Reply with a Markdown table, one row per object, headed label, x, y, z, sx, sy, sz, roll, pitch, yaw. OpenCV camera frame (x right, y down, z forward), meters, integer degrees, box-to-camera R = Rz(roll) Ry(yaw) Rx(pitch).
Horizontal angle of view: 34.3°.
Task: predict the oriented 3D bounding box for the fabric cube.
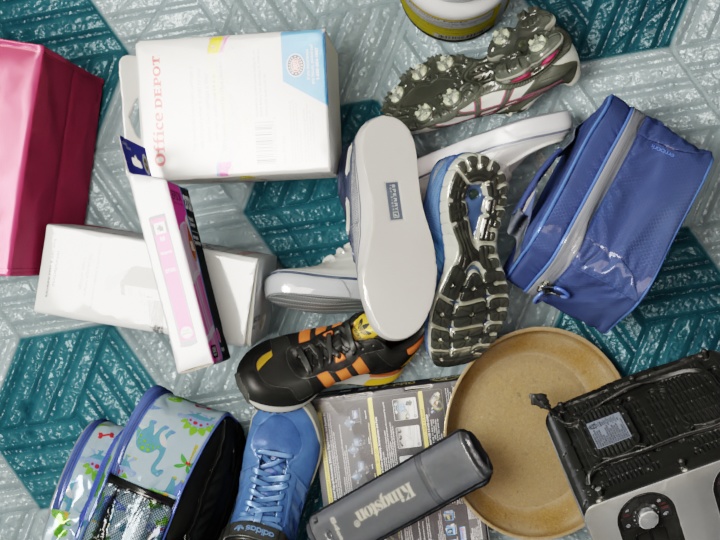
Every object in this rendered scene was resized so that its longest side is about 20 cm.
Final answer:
| label | x | y | z | sx | sy | sz | roll | pitch | yaw |
| --- | --- | --- | --- | --- | --- | --- | --- | --- | --- |
| fabric cube | -0.369 | -0.107 | 1.085 | 0.194 | 0.200 | 0.201 | 8 | 91 | 4 |

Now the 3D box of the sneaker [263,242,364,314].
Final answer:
| label | x | y | z | sx | sy | sz | roll | pitch | yaw |
| --- | --- | --- | --- | --- | --- | --- | --- | --- | --- |
| sneaker | 0.000 | 0.000 | 1.113 | 0.198 | 0.073 | 0.071 | 0 | 75 | -26 |

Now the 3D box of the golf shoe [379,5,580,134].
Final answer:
| label | x | y | z | sx | sy | sz | roll | pitch | yaw |
| --- | --- | --- | --- | --- | --- | --- | --- | --- | --- |
| golf shoe | 0.114 | -0.168 | 1.111 | 0.199 | 0.088 | 0.078 | -21 | 55 | 27 |

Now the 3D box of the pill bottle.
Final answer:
| label | x | y | z | sx | sy | sz | roll | pitch | yaw |
| --- | --- | --- | --- | --- | --- | --- | --- | --- | --- |
| pill bottle | 0.087 | -0.276 | 1.047 | 0.113 | 0.200 | 0.115 | 0 | 92 | 3 |

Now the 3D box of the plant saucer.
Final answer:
| label | x | y | z | sx | sy | sz | roll | pitch | yaw |
| --- | --- | --- | --- | --- | --- | --- | --- | --- | --- |
| plant saucer | 0.166 | 0.154 | 1.118 | 0.198 | 0.035 | 0.202 | 0 | 89 | -17 |

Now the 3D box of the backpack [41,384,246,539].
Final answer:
| label | x | y | z | sx | sy | sz | roll | pitch | yaw |
| --- | --- | --- | --- | --- | --- | --- | --- | --- | --- |
| backpack | -0.199 | 0.212 | 1.090 | 0.146 | 0.183 | 0.201 | 20 | 73 | 9 |

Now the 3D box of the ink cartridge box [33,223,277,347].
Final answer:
| label | x | y | z | sx | sy | sz | roll | pitch | yaw |
| --- | --- | --- | --- | --- | --- | --- | --- | --- | --- |
| ink cartridge box | -0.186 | 0.012 | 1.104 | 0.198 | 0.144 | 0.085 | 10 | 92 | 2 |

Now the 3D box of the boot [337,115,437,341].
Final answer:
| label | x | y | z | sx | sy | sz | roll | pitch | yaw |
| --- | --- | --- | --- | --- | --- | --- | --- | --- | --- |
| boot | 0.020 | -0.032 | 1.060 | 0.072 | 0.090 | 0.202 | 2 | 79 | -17 |

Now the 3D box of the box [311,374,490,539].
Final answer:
| label | x | y | z | sx | sy | sz | roll | pitch | yaw |
| --- | --- | --- | --- | --- | --- | --- | --- | --- | --- |
| box | 0.041 | 0.212 | 1.146 | 0.160 | 0.049 | 0.202 | -8 | 91 | 2 |

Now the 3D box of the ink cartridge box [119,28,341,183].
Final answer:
| label | x | y | z | sx | sy | sz | roll | pitch | yaw |
| --- | --- | --- | --- | --- | --- | --- | --- | --- | --- |
| ink cartridge box | -0.122 | -0.149 | 1.103 | 0.198 | 0.125 | 0.130 | -2 | 92 | 5 |

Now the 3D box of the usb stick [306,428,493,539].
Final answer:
| label | x | y | z | sx | sy | sz | roll | pitch | yaw |
| --- | --- | --- | --- | --- | --- | --- | --- | --- | --- |
| usb stick | 0.034 | 0.211 | 1.080 | 0.199 | 0.033 | 0.056 | -34 | 85 | 24 |

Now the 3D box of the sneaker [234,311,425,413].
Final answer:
| label | x | y | z | sx | sy | sz | roll | pitch | yaw |
| --- | --- | --- | --- | --- | --- | --- | --- | --- | --- |
| sneaker | -0.023 | 0.070 | 1.074 | 0.090 | 0.199 | 0.070 | -51 | 58 | 42 |

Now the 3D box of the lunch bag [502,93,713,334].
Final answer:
| label | x | y | z | sx | sy | sz | roll | pitch | yaw |
| --- | --- | --- | --- | --- | --- | --- | --- | --- | --- |
| lunch bag | 0.212 | -0.048 | 1.063 | 0.132 | 0.136 | 0.201 | 31 | 69 | 4 |

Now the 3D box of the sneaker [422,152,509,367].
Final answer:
| label | x | y | z | sx | sy | sz | roll | pitch | yaw |
| --- | --- | --- | --- | --- | --- | --- | --- | --- | --- |
| sneaker | 0.088 | -0.010 | 1.075 | 0.078 | 0.089 | 0.202 | 1 | 101 | -20 |

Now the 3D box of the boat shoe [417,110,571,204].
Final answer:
| label | x | y | z | sx | sy | sz | roll | pitch | yaw |
| --- | --- | --- | --- | --- | --- | --- | --- | --- | --- |
| boat shoe | 0.113 | -0.096 | 1.124 | 0.199 | 0.074 | 0.066 | -20 | 94 | 15 |

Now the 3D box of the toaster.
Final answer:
| label | x | y | z | sx | sy | sz | roll | pitch | yaw |
| --- | --- | --- | --- | --- | --- | --- | --- | --- | --- |
| toaster | 0.265 | 0.168 | 1.018 | 0.179 | 0.200 | 0.119 | -20 | 112 | 4 |

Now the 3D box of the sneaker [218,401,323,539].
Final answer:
| label | x | y | z | sx | sy | sz | roll | pitch | yaw |
| --- | --- | --- | --- | --- | --- | --- | --- | --- | --- |
| sneaker | -0.085 | 0.218 | 1.090 | 0.076 | 0.111 | 0.201 | 14 | 116 | 0 |

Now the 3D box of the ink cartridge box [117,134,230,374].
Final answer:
| label | x | y | z | sx | sy | sz | roll | pitch | yaw |
| --- | --- | --- | --- | --- | --- | --- | --- | --- | --- |
| ink cartridge box | -0.155 | -0.015 | 0.982 | 0.037 | 0.095 | 0.202 | -17 | 89 | 2 |
